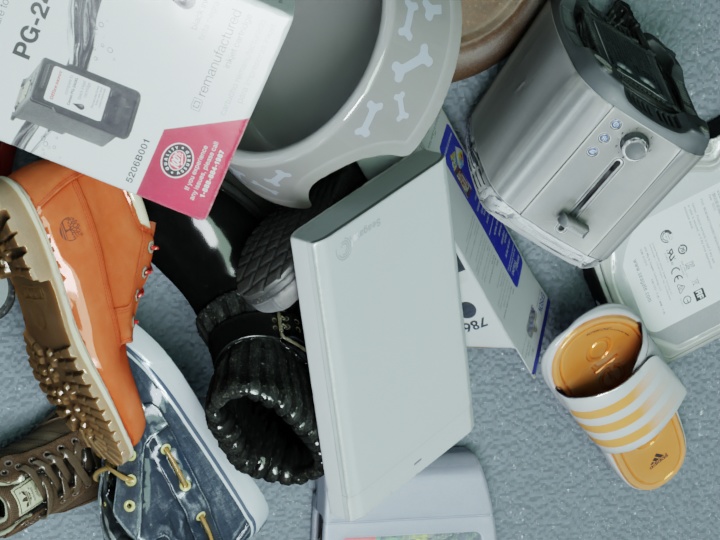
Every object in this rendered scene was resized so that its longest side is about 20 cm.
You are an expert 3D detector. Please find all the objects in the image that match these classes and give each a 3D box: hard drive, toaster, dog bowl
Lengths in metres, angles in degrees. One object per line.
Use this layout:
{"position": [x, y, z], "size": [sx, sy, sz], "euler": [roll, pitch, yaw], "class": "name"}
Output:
{"position": [0.017, 0.041, 1.702], "size": [0.132, 0.026, 0.201], "euler": [-35, 129, -40], "class": "hard drive"}
{"position": [0.142, -0.095, 1.762], "size": [0.113, 0.200, 0.129], "euler": [30, 112, -21], "class": "toaster"}
{"position": [-0.034, -0.142, 1.676], "size": [0.059, 0.200, 0.201], "euler": [23, 98, -49], "class": "dog bowl"}
{"position": [0.250, -0.029, 1.881], "size": [0.199, 0.038, 0.140], "euler": [-26, 111, -9], "class": "hard drive"}

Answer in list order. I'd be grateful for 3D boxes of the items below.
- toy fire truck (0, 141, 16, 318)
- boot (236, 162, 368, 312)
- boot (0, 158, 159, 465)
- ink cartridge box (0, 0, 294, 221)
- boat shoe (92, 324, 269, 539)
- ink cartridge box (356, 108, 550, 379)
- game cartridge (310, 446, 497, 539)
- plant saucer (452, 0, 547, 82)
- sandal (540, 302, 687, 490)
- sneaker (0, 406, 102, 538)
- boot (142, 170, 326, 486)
{"position": [-0.280, -0.077, 1.677], "size": [0.175, 0.129, 0.201], "euler": [16, 80, -25], "class": "toy fire truck"}
{"position": [0.000, 0.000, 1.738], "size": [0.070, 0.200, 0.132], "euler": [-21, 112, 33], "class": "boot"}
{"position": [-0.158, 0.019, 1.667], "size": [0.107, 0.075, 0.201], "euler": [-30, 114, -31], "class": "boot"}
{"position": [-0.156, -0.138, 1.585], "size": [0.199, 0.083, 0.146], "euler": [21, 113, -10], "class": "ink cartridge box"}
{"position": [-0.145, 0.115, 1.734], "size": [0.091, 0.071, 0.201], "euler": [-44, 107, -27], "class": "boat shoe"}
{"position": [0.063, -0.026, 1.787], "size": [0.039, 0.100, 0.200], "euler": [-21, 115, 22], "class": "ink cartridge box"}
{"position": [0.030, 0.223, 1.884], "size": [0.132, 0.041, 0.201], "euler": [-3, 106, -20], "class": "game cartridge"}
{"position": [0.049, -0.216, 1.770], "size": [0.199, 0.037, 0.201], "euler": [-5, 107, -16], "class": "plant saucer"}
{"position": [0.193, 0.098, 1.847], "size": [0.079, 0.059, 0.207], "euler": [-41, 137, -3], "class": "sandal"}
{"position": [-0.214, 0.144, 1.766], "size": [0.199, 0.076, 0.071], "euler": [-23, 110, -10], "class": "sneaker"}
{"position": [-0.090, 0.028, 1.723], "size": [0.211, 0.158, 0.079], "euler": [33, 136, -22], "class": "boot"}
